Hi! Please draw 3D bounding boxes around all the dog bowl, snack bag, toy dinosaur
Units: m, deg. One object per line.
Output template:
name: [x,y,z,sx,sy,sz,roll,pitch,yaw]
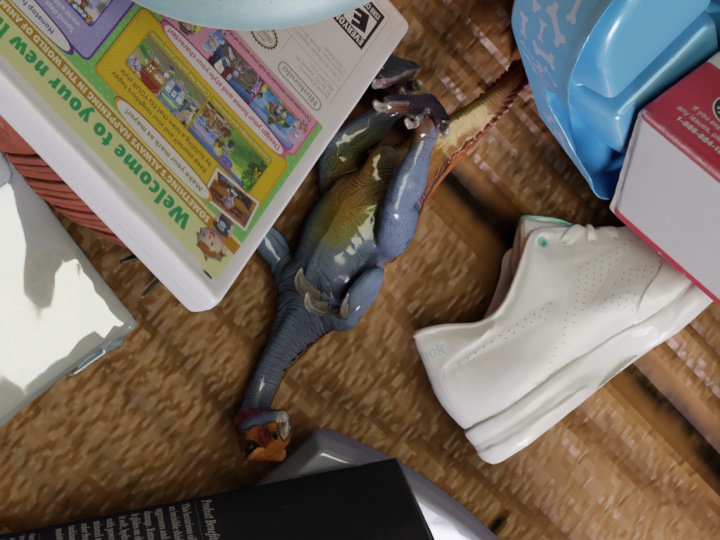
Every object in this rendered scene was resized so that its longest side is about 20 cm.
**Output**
dog bowl: [0.123,-0.108,1.125,0.111,0.200,0.050,-44,67,-6]
snack bag: [-0.222,0.008,1.080,0.188,0.021,0.200,-39,110,-13]
toy dinosaur: [0.000,0.000,1.137,0.199,0.105,0.182,-3,120,-34]

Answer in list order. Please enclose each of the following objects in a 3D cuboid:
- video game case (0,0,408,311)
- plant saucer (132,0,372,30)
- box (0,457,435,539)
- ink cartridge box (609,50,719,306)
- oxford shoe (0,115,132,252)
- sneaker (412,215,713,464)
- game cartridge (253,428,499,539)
video game case: [-0.087,-0.114,1.027,0.200,0.022,0.182,47,53,-19]
plant saucer: [-0.041,-0.194,0.974,0.199,0.027,0.201,-1,77,3]
box: [-0.054,0.210,1.090,0.197,0.123,0.201,-10,112,-5]
ink cartridge box: [0.240,-0.059,1.162,0.200,0.145,0.084,-36,154,-27]
oxford shoe: [-0.120,-0.072,1.041,0.200,0.071,0.074,45,71,-32]
sneaker: [0.115,0.001,1.193,0.200,0.075,0.089,-37,87,-17]
game cartridge: [0.013,0.170,1.171,0.133,0.041,0.200,-41,112,12]
